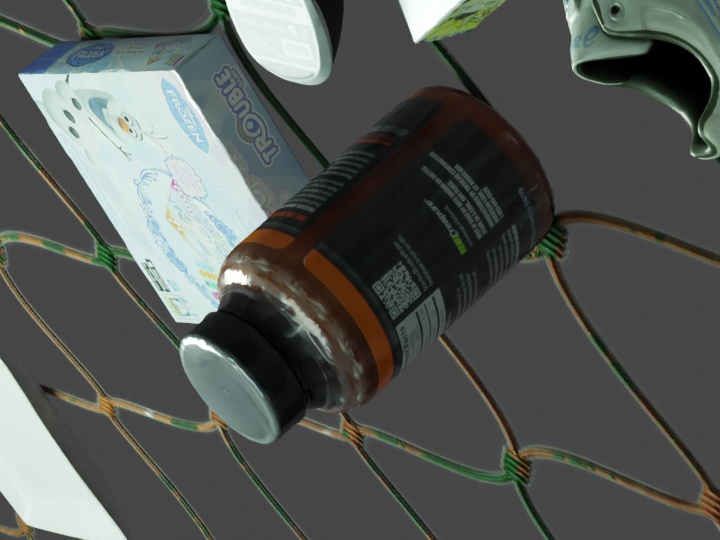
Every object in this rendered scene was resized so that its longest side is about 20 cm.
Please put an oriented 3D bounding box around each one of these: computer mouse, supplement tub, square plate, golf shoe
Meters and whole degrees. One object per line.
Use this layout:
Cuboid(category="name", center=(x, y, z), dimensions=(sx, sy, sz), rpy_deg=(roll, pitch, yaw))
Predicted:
Cuboid(category="computer mouse", center=(-0.049, -0.188, 1.402), dimensions=(0.110, 0.044, 0.200), rpy_deg=(18, 136, 40))
Cuboid(category="supplement tub", center=(0.000, 0.000, 1.405), dimensions=(0.107, 0.200, 0.107), rpy_deg=(38, 153, 23))
Cuboid(category="square plate", center=(-0.282, 0.140, 2.272), dimensions=(0.200, 0.028, 0.198), rpy_deg=(2, 130, 57))
Cuboid(category="golf shoe", center=(0.111, -0.130, 1.161), dimensions=(0.200, 0.097, 0.078), rpy_deg=(42, 157, 17))

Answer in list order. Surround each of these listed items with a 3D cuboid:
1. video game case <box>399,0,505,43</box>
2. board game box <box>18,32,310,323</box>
Cuboid(category="video game case", center=(0.034, -0.216, 1.144), dimensions=(0.181, 0.036, 0.200), rpy_deg=(-33, 75, 65))
Cuboid(category="board game box", center=(-0.100, -0.052, 1.678), dimensions=(0.199, 0.043, 0.200), rpy_deg=(6, 132, 56))
